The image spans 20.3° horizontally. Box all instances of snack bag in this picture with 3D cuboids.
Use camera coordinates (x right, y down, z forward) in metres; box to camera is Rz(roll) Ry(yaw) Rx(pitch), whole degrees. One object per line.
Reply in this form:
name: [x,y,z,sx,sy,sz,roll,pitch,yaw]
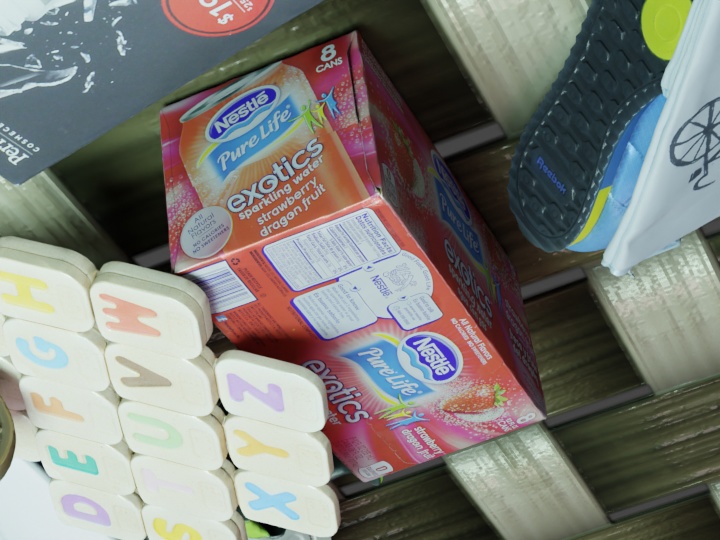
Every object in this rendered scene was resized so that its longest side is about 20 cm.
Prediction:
snack bag: [0.185,-0.099,0.803,0.188,0.021,0.201,-28,150,-28]

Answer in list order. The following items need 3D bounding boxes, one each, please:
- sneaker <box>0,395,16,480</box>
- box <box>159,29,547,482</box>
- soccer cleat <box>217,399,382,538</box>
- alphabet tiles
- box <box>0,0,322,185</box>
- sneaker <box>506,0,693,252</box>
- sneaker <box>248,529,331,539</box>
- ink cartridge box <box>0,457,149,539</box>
sneaker: [-0.246,0.060,0.915,0.199,0.067,0.090,20,153,5]
box: [0.000,0.000,0.900,0.099,0.096,0.200,-20,142,16]
soccer cleat: [-0.079,0.106,1.034,0.199,0.082,0.068,-22,142,16]
alphabet tiles: [-0.104,0.064,0.889,0.194,0.015,0.201,14,142,15]
box: [-0.116,-0.150,0.669,0.181,0.105,0.200,-27,140,24]
sneaker: [0.135,-0.086,0.856,0.078,0.066,0.201,-10,146,-34]
sneaker: [-0.087,0.209,1.074,0.080,0.201,0.076,9,156,43]
ink cartridge box: [-0.209,0.164,1.024,0.200,0.041,0.200,-40,110,19]
